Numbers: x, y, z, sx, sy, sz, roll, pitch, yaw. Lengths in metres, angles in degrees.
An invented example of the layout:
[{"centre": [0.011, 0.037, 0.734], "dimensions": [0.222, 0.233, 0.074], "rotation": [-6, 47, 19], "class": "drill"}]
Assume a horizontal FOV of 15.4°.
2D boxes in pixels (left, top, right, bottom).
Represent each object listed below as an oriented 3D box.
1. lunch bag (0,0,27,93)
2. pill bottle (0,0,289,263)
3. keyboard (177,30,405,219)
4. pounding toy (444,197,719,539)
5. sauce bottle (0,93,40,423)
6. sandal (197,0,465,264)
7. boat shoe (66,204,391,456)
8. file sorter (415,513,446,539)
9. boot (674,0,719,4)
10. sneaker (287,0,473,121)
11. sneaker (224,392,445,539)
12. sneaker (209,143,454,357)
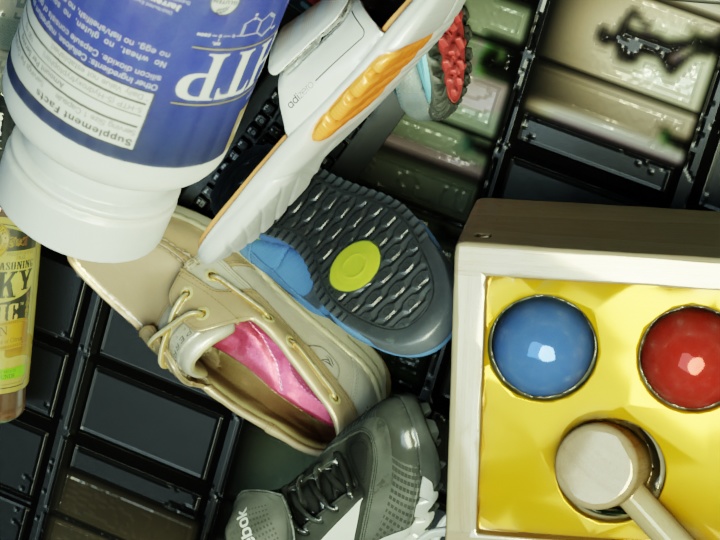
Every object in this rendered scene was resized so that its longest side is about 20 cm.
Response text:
[{"centre": [-0.162, -0.195, 1.361], "dimensions": [0.163, 0.118, 0.201], "rotation": [10, 120, -21], "class": "lunch bag"}, {"centre": [-0.107, -0.109, 1.290], "dimensions": [0.119, 0.120, 0.200], "rotation": [31, 123, 10], "class": "pill bottle"}, {"centre": [-0.057, -0.064, 1.440], "dimensions": [0.104, 0.040, 0.200], "rotation": [39, 111, 7], "class": "keyboard"}, {"centre": [0.135, 0.082, 1.270], "dimensions": [0.183, 0.142, 0.201], "rotation": [3, 104, 8], "class": "pounding toy"}, {"centre": [-0.211, -0.015, 1.492], "dimensions": [0.064, 0.065, 0.201], "rotation": [10, 106, 17], "class": "sauce bottle"}, {"centre": [-0.027, -0.090, 1.310], "dimensions": [0.059, 0.079, 0.207], "rotation": [45, 108, 6], "class": "sandal"}, {"centre": [-0.077, 0.031, 1.435], "dimensions": [0.200, 0.069, 0.074], "rotation": [31, 124, 1], "class": "boat shoe"}, {"centre": [0.081, 0.194, 1.367], "dimensions": [0.138, 0.200, 0.125], "rotation": [23, 104, 13], "class": "file sorter"}, {"centre": [0.127, -0.215, 1.318], "dimensions": [0.199, 0.073, 0.151], "rotation": [9, 105, 9], "class": "boot"}, {"centre": [-0.012, -0.160, 1.386], "dimensions": [0.095, 0.079, 0.201], "rotation": [-28, 82, 22], "class": "sneaker"}, {"centre": [-0.022, 0.131, 1.400], "dimensions": [0.200, 0.090, 0.067], "rotation": [-57, 47, 51], "class": "sneaker"}, {"centre": [0.000, 0.000, 1.364], "dimensions": [0.066, 0.078, 0.200], "rotation": [-47, 40, -7], "class": "sneaker"}]
